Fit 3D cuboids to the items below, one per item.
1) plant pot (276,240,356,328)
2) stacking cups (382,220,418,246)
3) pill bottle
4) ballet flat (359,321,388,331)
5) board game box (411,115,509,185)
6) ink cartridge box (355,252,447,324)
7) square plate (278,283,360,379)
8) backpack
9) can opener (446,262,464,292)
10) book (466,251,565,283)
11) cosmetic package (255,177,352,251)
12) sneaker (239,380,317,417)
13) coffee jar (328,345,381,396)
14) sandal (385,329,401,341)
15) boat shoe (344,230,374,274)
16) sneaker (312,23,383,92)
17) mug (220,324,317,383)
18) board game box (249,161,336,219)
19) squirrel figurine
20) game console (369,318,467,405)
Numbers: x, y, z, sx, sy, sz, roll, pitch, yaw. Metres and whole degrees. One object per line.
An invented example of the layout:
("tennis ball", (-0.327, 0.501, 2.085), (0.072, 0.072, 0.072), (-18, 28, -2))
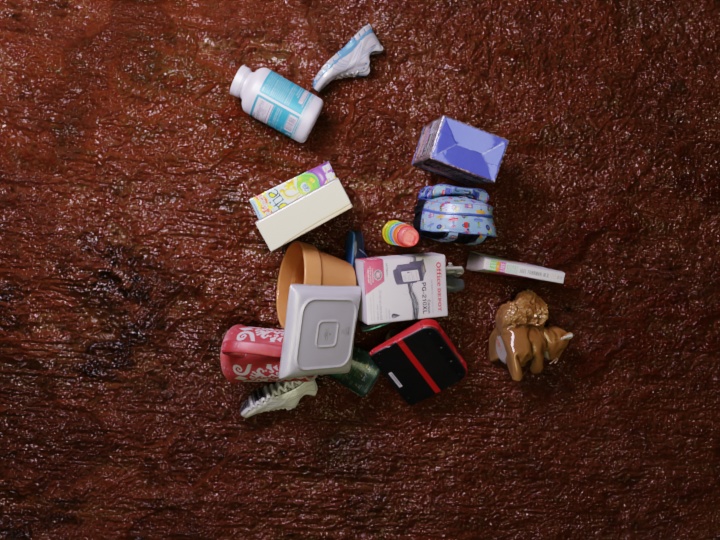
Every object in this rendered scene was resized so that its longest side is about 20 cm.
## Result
("plant pot", (-0.099, 0.041, 1.403), (0.139, 0.200, 0.202), (8, 94, -25))
("stacking cups", (0.091, -0.084, 1.398), (0.060, 0.200, 0.061), (0, 95, -4))
("pill bottle", (-0.192, -0.384, 1.382), (0.199, 0.111, 0.112), (28, 91, -9))
("ballet flat", (0.084, 0.088, 1.481), (0.198, 0.073, 0.074), (-16, 97, -11))
("board game box", (0.223, -0.270, 1.397), (0.158, 0.200, 0.098), (19, 94, -8))
("ink cartridge box", (0.096, 0.039, 1.404), (0.198, 0.084, 0.146), (-5, 95, -16))
("square plate", (-0.078, 0.132, 1.308), (0.197, 0.028, 0.202), (3, 97, -42))
("backpack", (0.225, -0.128, 1.411), (0.181, 0.200, 0.136), (5, 95, -6))
("can opener", (0.160, 0.014, 1.483), (0.198, 0.053, 0.067), (2, 60, -5))
("book", (0.372, -0.002, 1.474), (0.198, 0.134, 0.049), (10, 94, -8))
("cosmetic package", (-0.123, -0.122, 1.313), (0.199, 0.104, 0.074), (-30, 99, -2))
("sneaker", (-0.195, 0.309, 1.468), (0.199, 0.075, 0.082), (-28, 107, -3))
("coffee jar", (-0.052, 0.214, 1.466), (0.199, 0.085, 0.105), (30, 98, -9))
("sandal", (0.147, 0.219, 1.510), (0.210, 0.078, 0.070), (26, 124, -10))
("boat shoe", (0.000, 0.000, 1.467), (0.068, 0.084, 0.202), (-5, 112, -14))
("sneaker", (-0.025, -0.476, 1.415), (0.200, 0.075, 0.087), (-44, 104, -1))
("mug", (-0.206, 0.198, 1.364), (0.198, 0.177, 0.135), (0, 102, 21))
("board game box", (-0.144, -0.161, 1.411), (0.199, 0.105, 0.104), (-27, 98, -4))
("squirrel figurine", (0.425, 0.152, 1.497), (0.185, 0.141, 0.202), (-8, 99, -12))
("game console", (0.142, 0.218, 1.436), (0.176, 0.031, 0.200), (-30, 118, 15))
